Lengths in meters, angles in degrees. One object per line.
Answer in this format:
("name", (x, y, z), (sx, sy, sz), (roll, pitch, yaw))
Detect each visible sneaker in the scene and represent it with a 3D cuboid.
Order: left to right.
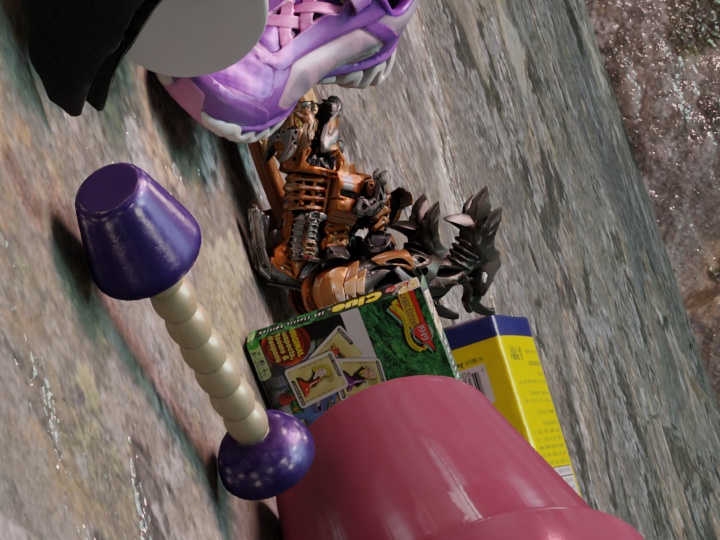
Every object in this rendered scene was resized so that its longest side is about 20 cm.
("sneaker", (-0.097, -0.174, 1.377), (0.104, 0.200, 0.060), (47, 18, 2))
("sneaker", (-0.032, -0.137, 1.639), (0.081, 0.089, 0.200), (50, 39, 9))

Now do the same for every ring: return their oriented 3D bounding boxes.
("ring", (-0.049, -0.081, 1.793), (0.200, 0.019, 0.202), (-17, 90, -78))

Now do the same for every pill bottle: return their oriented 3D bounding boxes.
("pill bottle", (-0.092, -0.195, 1.545), (0.201, 0.112, 0.113), (-94, 162, -47))

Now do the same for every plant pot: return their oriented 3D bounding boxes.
("plant pot", (0.044, 0.161, 1.515), (0.179, 0.199, 0.200), (61, 2, 41))

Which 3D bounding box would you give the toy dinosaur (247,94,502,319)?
("toy dinosaur", (0.000, 0.000, 1.710), (0.102, 0.135, 0.201), (34, -48, 54))

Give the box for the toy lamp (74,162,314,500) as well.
("toy lamp", (-0.081, 0.029, 1.417), (0.058, 0.058, 0.201), (-94, 165, -47))

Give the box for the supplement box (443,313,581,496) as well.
("supplement box", (0.070, 0.137, 1.803), (0.109, 0.109, 0.201), (10, 62, -76))

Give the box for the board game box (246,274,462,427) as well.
("board game box", (0.020, 0.111, 1.627), (0.023, 0.104, 0.201), (-79, 148, -74))
